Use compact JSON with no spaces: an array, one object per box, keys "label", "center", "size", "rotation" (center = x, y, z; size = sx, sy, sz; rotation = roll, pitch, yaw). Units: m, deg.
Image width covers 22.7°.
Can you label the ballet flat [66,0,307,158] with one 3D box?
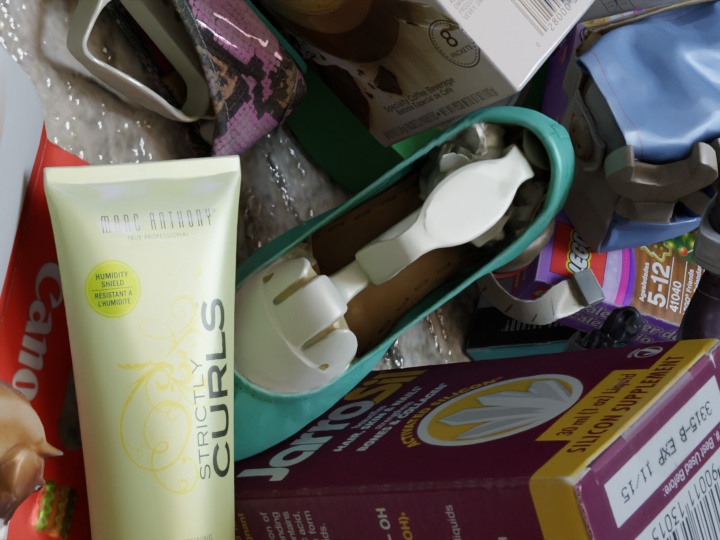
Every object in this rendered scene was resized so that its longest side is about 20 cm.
[{"label":"ballet flat","center":[-0.094,-0.117,0.685],"size":[0.071,0.069,0.200],"rotation":[-51,126,-20]}]

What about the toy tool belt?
[{"label":"toy tool belt","center":[0.135,-0.065,0.774],"size":[0.199,0.123,0.126],"rotation":[-20,74,-23]}]

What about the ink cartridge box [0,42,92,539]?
[{"label":"ink cartridge box","center":[-0.135,0.008,0.615],"size":[0.199,0.050,0.163],"rotation":[30,61,-42]}]

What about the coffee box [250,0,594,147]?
[{"label":"coffee box","center":[-0.011,-0.154,0.696],"size":[0.200,0.113,0.080],"rotation":[46,66,-13]}]

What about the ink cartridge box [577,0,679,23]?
[{"label":"ink cartridge box","center":[0.143,-0.206,0.841],"size":[0.050,0.160,0.201],"rotation":[49,48,-35]}]

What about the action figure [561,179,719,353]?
[{"label":"action figure","center":[0.150,0.041,0.728],"size":[0.069,0.129,0.201],"rotation":[-61,172,-59]}]

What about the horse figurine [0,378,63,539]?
[{"label":"horse figurine","center":[-0.161,0.046,0.503],"size":[0.200,0.050,0.133],"rotation":[52,49,-36]}]

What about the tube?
[{"label":"tube","center":[-0.075,0.060,0.660],"size":[0.058,0.051,0.202],"rotation":[-14,103,-69]}]

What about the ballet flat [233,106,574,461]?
[{"label":"ballet flat","center":[0.000,0.000,0.697],"size":[0.068,0.200,0.070],"rotation":[52,-5,7]}]

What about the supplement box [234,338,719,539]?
[{"label":"supplement box","center":[0.044,0.102,0.704],"size":[0.131,0.199,0.104],"rotation":[-33,109,-49]}]

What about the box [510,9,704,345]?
[{"label":"box","center":[0.154,-0.056,0.868],"size":[0.136,0.039,0.201],"rotation":[17,63,-10]}]

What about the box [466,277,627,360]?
[{"label":"box","center":[0.121,-0.036,0.925],"size":[0.049,0.082,0.201],"rotation":[43,53,-40]}]

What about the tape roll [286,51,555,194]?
[{"label":"tape roll","center":[0.026,-0.132,0.846],"size":[0.200,0.048,0.202],"rotation":[13,74,-50]}]
